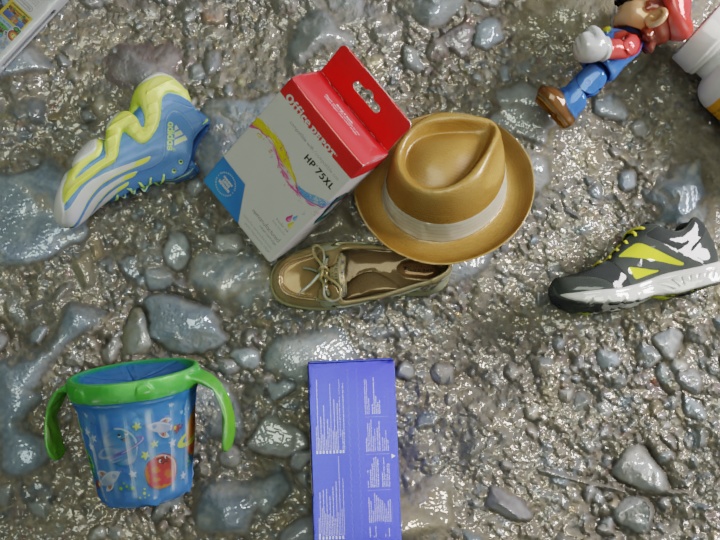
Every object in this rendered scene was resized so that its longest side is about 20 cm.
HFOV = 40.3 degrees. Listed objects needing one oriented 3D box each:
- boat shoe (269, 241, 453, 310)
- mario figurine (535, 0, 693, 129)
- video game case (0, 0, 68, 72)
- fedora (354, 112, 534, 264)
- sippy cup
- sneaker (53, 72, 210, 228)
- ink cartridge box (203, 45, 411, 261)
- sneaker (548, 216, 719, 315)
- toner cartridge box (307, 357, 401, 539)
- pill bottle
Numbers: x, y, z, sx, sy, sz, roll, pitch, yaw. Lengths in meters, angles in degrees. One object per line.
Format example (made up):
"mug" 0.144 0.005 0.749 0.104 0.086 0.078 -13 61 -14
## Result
"boat shoe" 0.000 0.000 1.046 0.197 0.063 0.075 -8 85 -2
"mario figurine" 0.262 -0.251 1.045 0.200 0.124 0.106 -44 123 9
"video game case" -0.440 -0.323 1.091 0.200 0.023 0.182 42 85 2
"fedora" 0.090 -0.105 1.021 0.197 0.082 0.203 0 62 -1
"sippy cup" -0.225 0.166 0.999 0.139 0.176 0.133 -9 97 -45
"sneaker" -0.236 -0.111 1.047 0.104 0.076 0.201 35 84 2
"ink cartridge box" -0.056 -0.119 1.006 0.116 0.067 0.200 49 120 4
"sneaker" 0.291 -0.005 1.055 0.197 0.075 0.086 -9 79 -11
"toner cartridge box" -0.006 0.196 1.037 0.093 0.043 0.203 -2 84 0
"pill bottle" 0.435 -0.193 1.048 0.200 0.113 0.113 44 85 4
